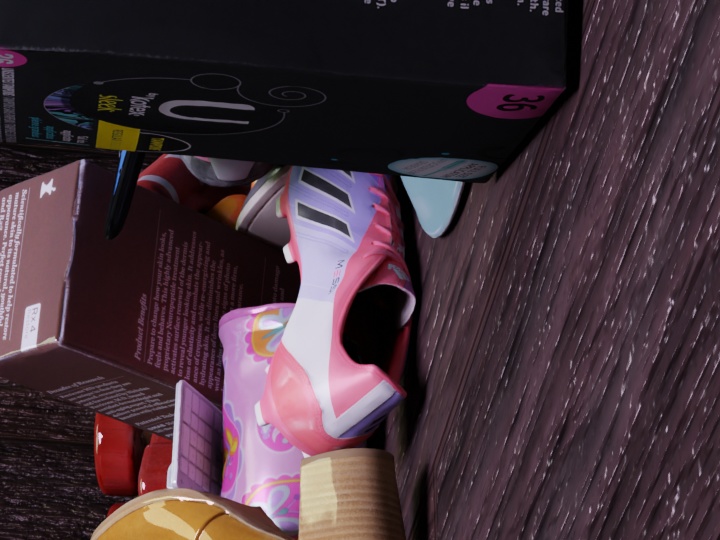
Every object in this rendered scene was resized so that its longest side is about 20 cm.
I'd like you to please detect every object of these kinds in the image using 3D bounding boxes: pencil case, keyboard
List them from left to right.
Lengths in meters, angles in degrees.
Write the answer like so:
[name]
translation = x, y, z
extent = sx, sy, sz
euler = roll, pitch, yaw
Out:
[keyboard]
translation = -0.054, 0.117, 1.301
extent = 0.200, 0.011, 0.056
euler = 48, -136, -58
[pencil case]
translation = -0.031, 0.113, 1.227
extent = 0.087, 0.087, 0.200
euler = 112, 162, -66

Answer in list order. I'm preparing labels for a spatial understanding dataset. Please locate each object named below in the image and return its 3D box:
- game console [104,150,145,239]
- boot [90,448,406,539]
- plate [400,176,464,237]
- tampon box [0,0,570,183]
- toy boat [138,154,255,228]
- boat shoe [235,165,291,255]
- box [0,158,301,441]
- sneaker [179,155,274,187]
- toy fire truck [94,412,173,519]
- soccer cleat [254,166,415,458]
[game console]
translation = -0.125, -0.150, 1.168
extent = 0.116, 0.176, 0.200
euler = -32, -30, -50
[boot]
translation = -0.053, 0.167, 1.109
extent = 0.201, 0.071, 0.144
euler = -21, 60, 42
[plate]
translation = 0.032, -0.115, 1.096
extent = 0.200, 0.026, 0.200
euler = -174, 90, -83
[tampon box]
translation = -0.034, -0.113, 0.911
extent = 0.150, 0.200, 0.126
euler = 125, 149, -78
[toy boat]
translation = -0.069, -0.024, 1.506
extent = 0.131, 0.131, 0.200
euler = -38, 6, 21
[boat shoe]
translation = -0.032, -0.034, 1.354
extent = 0.200, 0.073, 0.063
euler = 103, 168, -67
[box]
translation = -0.096, 0.029, 1.300
extent = 0.075, 0.200, 0.100
euler = -16, 60, 40
[sneaker]
translation = -0.072, -0.087, 1.332
extent = 0.200, 0.079, 0.095
euler = -100, 13, -57
[toy fire truck]
translation = -0.104, 0.166, 1.493
extent = 0.168, 0.112, 0.200
euler = -80, -10, -63
[soccer cleat]
translation = 0.000, 0.000, 1.181
extent = 0.076, 0.067, 0.200
euler = -29, 36, 35
